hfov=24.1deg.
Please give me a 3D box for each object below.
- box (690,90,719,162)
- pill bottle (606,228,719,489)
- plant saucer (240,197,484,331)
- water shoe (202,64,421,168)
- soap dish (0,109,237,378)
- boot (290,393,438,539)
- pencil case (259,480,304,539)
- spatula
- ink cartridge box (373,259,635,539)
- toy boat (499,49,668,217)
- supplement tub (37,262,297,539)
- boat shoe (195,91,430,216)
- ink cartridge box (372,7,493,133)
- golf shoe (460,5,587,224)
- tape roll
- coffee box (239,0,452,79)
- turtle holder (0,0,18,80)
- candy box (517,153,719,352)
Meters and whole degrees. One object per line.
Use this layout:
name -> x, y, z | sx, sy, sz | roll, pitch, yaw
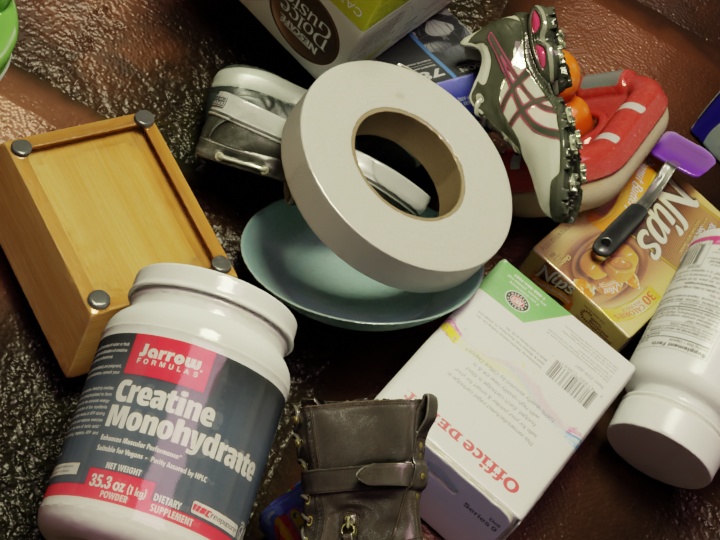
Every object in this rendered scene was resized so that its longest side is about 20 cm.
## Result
box -> 0.467, -0.134, 1.673 | 0.184, 0.105, 0.200 | -31, 73, -38
pill bottle -> 0.291, 0.075, 1.418 | 0.113, 0.113, 0.200 | 32, 67, -1
plant saucer -> 0.000, 0.000, 1.380 | 0.200, 0.039, 0.201 | 5, 32, -3
water shoe -> -0.042, -0.110, 1.462 | 0.199, 0.071, 0.079 | 19, 79, -13
soap dish -> -0.194, -0.028, 1.312 | 0.157, 0.081, 0.201 | -16, 64, -32
boot -> -0.027, 0.176, 1.167 | 0.069, 0.199, 0.175 | 16, 63, -64
pencil case -> 0.010, 0.234, 1.225 | 0.200, 0.078, 0.087 | 52, 19, 16
spatula -> 0.260, -0.068, 1.512 | 0.056, 0.021, 0.200 | 30, 51, 17
ink cartridge box -> 0.104, 0.110, 1.347 | 0.145, 0.088, 0.200 | 40, 49, 6
toy boat -> 0.183, -0.137, 1.508 | 0.200, 0.130, 0.131 | -49, 123, -41
supplement tub -> -0.130, 0.111, 1.177 | 0.140, 0.140, 0.201 | 21, 68, -10
boat shoe -> -0.040, -0.079, 1.397 | 0.199, 0.071, 0.064 | 23, 89, -11
ink cartridge box -> 0.061, -0.181, 1.500 | 0.099, 0.039, 0.200 | -17, 40, -18
golf shoe -> 0.139, -0.123, 1.410 | 0.088, 0.077, 0.201 | -12, 62, 10
tape roll -> 0.031, -0.077, 1.347 | 0.202, 0.037, 0.204 | 19, 50, -24
coffee box -> -0.003, -0.314, 1.429 | 0.200, 0.198, 0.200 | 46, 59, 6
turtle holder -> -0.341, -0.159, 1.304 | 0.140, 0.132, 0.186 | 8, 55, -21
candy box -> 0.240, -0.015, 1.517 | 0.115, 0.055, 0.200 | 44, 50, 10
